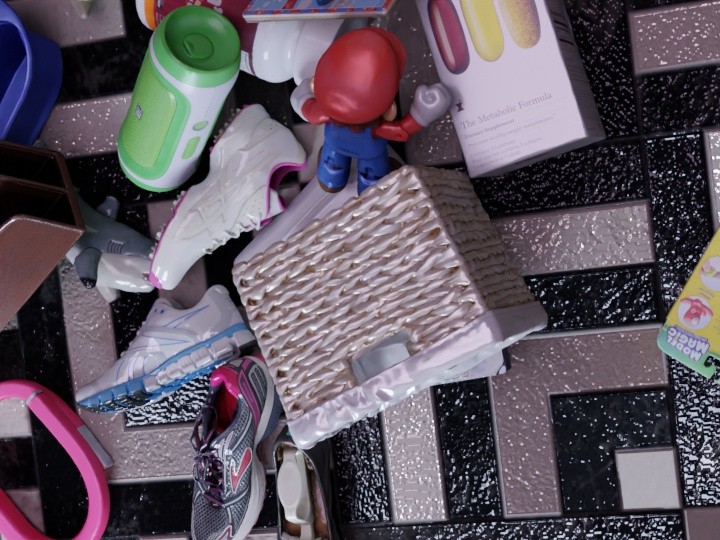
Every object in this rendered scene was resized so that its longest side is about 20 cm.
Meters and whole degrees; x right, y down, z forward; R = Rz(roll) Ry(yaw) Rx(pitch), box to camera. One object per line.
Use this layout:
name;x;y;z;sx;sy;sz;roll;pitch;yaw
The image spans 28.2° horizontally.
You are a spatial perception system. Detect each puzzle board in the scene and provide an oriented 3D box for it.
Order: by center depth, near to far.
puzzle board;0.001;-0.286;1.250;0.150;0.201;0.017;4;138;34

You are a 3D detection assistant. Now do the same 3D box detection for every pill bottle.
pill bottle;-0.100;-0.241;1.330;0.199;0.109;0.110;25;101;15

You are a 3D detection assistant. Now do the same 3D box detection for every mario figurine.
mario figurine;0.008;-0.146;1.246;0.122;0.200;0.107;-13;63;-10

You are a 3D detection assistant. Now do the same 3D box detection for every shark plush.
shark plush;-0.266;-0.048;1.445;0.083;0.091;0.200;-40;60;-2

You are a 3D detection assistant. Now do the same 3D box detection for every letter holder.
letter holder;-0.385;-0.028;1.386;0.200;0.141;0.101;-44;54;30

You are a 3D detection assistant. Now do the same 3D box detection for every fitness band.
fitness band;-0.338;0.208;1.483;0.144;0.037;0.200;-45;79;16

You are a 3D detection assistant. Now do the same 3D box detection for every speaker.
speaker;-0.169;-0.155;1.321;0.089;0.088;0.200;48;147;9

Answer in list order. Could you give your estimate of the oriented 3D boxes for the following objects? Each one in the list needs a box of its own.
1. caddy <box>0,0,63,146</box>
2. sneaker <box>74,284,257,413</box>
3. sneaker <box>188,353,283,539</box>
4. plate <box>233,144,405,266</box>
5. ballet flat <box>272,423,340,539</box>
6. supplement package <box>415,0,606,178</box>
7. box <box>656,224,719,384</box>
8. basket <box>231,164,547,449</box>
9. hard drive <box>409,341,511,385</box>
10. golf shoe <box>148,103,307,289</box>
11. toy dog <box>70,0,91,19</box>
caddy;-0.390;-0.179;1.431;0.141;0.105;0.201;33;104;14
sneaker;-0.200;0.077;1.417;0.199;0.075;0.087;-25;76;13
sneaker;-0.135;0.177;1.387;0.080;0.074;0.202;18;102;32
plate;0.000;0.000;1.358;0.200;0.032;0.200;-45;81;16
ballet flat;-0.058;0.246;1.377;0.067;0.068;0.202;-8;92;20
supplement package;0.127;-0.194;1.259;0.113;0.109;0.202;-19;88;18
box;0.351;0.007;1.236;0.117;0.048;0.201;31;101;13
basket;0.024;0.026;1.194;0.197;0.200;0.162;-29;84;17
hard drive;0.030;0.041;1.316;0.198;0.038;0.141;-10;92;17
golf shoe;-0.127;-0.058;1.366;0.091;0.075;0.201;33;95;2
toy dog;-0.269;-0.316;1.321;0.138;0.200;0.196;4;114;-18
